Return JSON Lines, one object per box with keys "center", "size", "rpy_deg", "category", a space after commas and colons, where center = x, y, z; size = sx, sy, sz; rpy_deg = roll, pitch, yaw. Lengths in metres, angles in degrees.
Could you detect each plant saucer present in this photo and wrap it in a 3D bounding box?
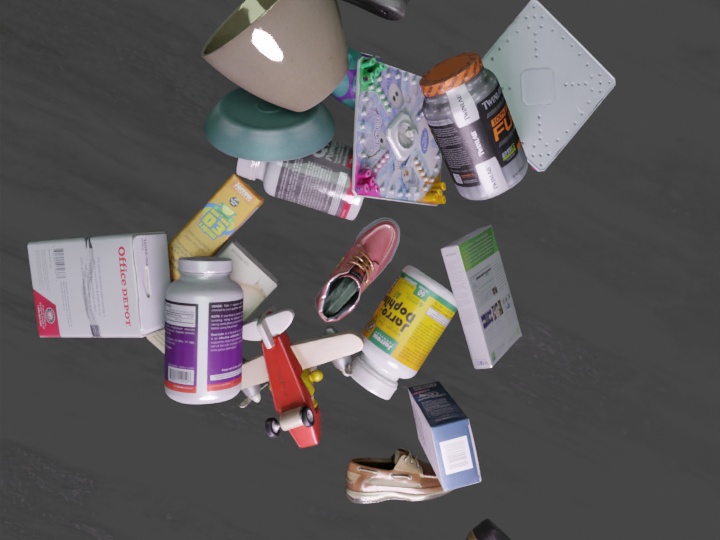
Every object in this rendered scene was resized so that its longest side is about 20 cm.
{"center": [-0.135, -0.232, 0.894], "size": [0.197, 0.201, 0.036], "rpy_deg": [0, 133, -6], "category": "plant saucer"}

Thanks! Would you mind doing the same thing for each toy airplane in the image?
{"center": [-0.114, 0.151, 0.950], "size": [0.199, 0.141, 0.201], "rpy_deg": [26, 96, 15], "category": "toy airplane"}

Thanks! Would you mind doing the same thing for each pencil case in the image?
{"center": [-0.058, -0.339, 0.941], "size": [0.199, 0.085, 0.093], "rpy_deg": [33, 92, -7], "category": "pencil case"}

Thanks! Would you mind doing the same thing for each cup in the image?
{"center": [-0.096, -0.308, 0.824], "size": [0.200, 0.200, 0.143], "rpy_deg": [-45, 122, -1], "category": "cup"}

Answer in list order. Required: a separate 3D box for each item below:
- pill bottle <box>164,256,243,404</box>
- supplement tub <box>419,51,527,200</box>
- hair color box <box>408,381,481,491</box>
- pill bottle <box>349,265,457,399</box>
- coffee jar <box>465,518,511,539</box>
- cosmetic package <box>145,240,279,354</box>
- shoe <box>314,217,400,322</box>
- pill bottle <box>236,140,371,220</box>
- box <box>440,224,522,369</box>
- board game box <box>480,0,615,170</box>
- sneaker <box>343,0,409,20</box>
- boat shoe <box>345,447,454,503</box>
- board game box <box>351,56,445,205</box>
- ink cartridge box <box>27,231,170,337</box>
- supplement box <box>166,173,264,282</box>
{"center": [-0.227, 0.083, 0.872], "size": [0.111, 0.112, 0.203], "rpy_deg": [2, 95, -6], "category": "pill bottle"}
{"center": [0.173, -0.222, 0.927], "size": [0.122, 0.123, 0.201], "rpy_deg": [-33, 119, -2], "category": "supplement tub"}
{"center": [0.129, 0.254, 0.951], "size": [0.060, 0.200, 0.101], "rpy_deg": [-12, 96, -4], "category": "hair color box"}
{"center": [0.067, 0.102, 0.976], "size": [0.112, 0.113, 0.201], "rpy_deg": [33, 91, -8], "category": "pill bottle"}
{"center": [0.189, 0.536, 1.039], "size": [0.200, 0.085, 0.104], "rpy_deg": [-45, 94, 0], "category": "coffee jar"}
{"center": [-0.234, 0.060, 0.962], "size": [0.103, 0.073, 0.200], "rpy_deg": [42, 91, -8], "category": "cosmetic package"}
{"center": [0.000, 0.000, 0.971], "size": [0.071, 0.091, 0.201], "rpy_deg": [39, 90, -8], "category": "shoe"}
{"center": [-0.087, -0.159, 0.939], "size": [0.198, 0.111, 0.112], "rpy_deg": [16, 93, -7], "category": "pill bottle"}
{"center": [0.201, 0.039, 0.978], "size": [0.036, 0.144, 0.202], "rpy_deg": [-11, 99, 36], "category": "box"}
{"center": [0.292, -0.306, 1.003], "size": [0.200, 0.026, 0.200], "rpy_deg": [40, 89, -8], "category": "board game box"}
{"center": [-0.006, -0.486, 0.940], "size": [0.197, 0.076, 0.115], "rpy_deg": [18, 91, -10], "category": "sneaker"}
{"center": [0.071, 0.345, 1.018], "size": [0.197, 0.076, 0.075], "rpy_deg": [-4, 92, -6], "category": "boat shoe"}
{"center": [0.071, -0.210, 0.933], "size": [0.199, 0.026, 0.203], "rpy_deg": [1, 93, -44], "category": "board game box"}
{"center": [-0.387, 0.021, 0.900], "size": [0.198, 0.083, 0.147], "rpy_deg": [-2, 95, 20], "category": "ink cartridge box"}
{"center": [-0.243, -0.061, 0.954], "size": [0.066, 0.069, 0.200], "rpy_deg": [42, 88, -8], "category": "supplement box"}
